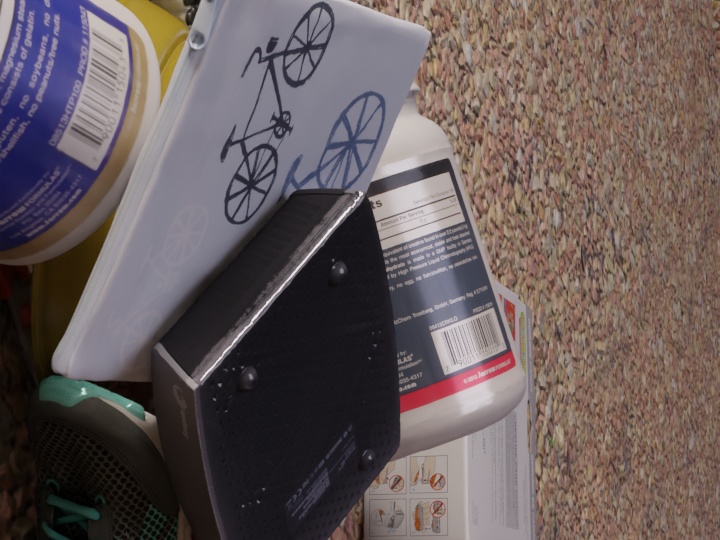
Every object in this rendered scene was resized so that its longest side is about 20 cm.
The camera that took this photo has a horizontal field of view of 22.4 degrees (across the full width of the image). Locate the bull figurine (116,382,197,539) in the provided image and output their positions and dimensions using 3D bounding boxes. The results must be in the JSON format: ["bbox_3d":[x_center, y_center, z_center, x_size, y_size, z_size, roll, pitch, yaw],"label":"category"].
[{"bbox_3d":[-0.082,0.121,0.979,0.122,0.065,0.201,-63,143,-51],"label":"bull figurine"}]

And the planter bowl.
[{"bbox_3d":[-0.088,-0.030,0.870,0.200,0.083,0.202,11,90,-85],"label":"planter bowl"}]

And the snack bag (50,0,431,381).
[{"bbox_3d":[-0.049,-0.033,0.782,0.200,0.021,0.190,5,111,-65],"label":"snack bag"}]

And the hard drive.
[{"bbox_3d":[-0.036,0.062,0.829,0.135,0.042,0.201,-50,152,-28],"label":"hard drive"}]

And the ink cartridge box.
[{"bbox_3d":[0.069,0.110,1.349,0.175,0.083,0.202,29,59,-65],"label":"ink cartridge box"}]

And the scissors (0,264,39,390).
[{"bbox_3d":[-0.161,0.007,0.866,0.073,0.014,0.201,-71,147,-50],"label":"scissors"}]

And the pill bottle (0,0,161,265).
[{"bbox_3d":[-0.180,-0.089,0.678,0.200,0.119,0.121,31,56,-49],"label":"pill bottle"}]

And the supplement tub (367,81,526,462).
[{"bbox_3d":[0.000,0.000,1.007,0.140,0.139,0.202,-19,91,-68],"label":"supplement tub"}]

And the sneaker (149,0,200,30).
[{"bbox_3d":[-0.124,-0.183,0.908,0.079,0.089,0.201,-57,147,-29],"label":"sneaker"}]

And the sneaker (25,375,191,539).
[{"bbox_3d":[-0.121,0.139,0.851,0.091,0.077,0.201,-56,145,-42],"label":"sneaker"}]
